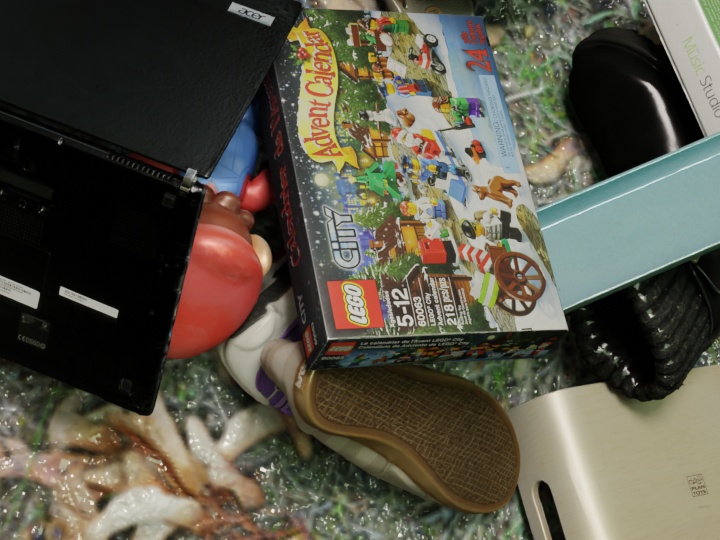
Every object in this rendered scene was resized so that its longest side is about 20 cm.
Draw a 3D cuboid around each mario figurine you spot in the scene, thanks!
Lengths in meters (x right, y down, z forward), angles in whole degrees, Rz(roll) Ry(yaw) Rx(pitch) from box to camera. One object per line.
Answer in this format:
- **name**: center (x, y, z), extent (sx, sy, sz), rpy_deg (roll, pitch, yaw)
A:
- **mario figurine**: center (-0.098, -0.043, 0.782), extent (0.121, 0.106, 0.203), rpy_deg (-2, 63, 13)

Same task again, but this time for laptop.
- **laptop**: center (-0.147, -0.061, 0.710), extent (0.175, 0.203, 0.103), rpy_deg (20, 23, 9)

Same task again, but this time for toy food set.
- **toy food set**: center (0.194, 0.142, 0.868), extent (0.197, 0.060, 0.145), rpy_deg (-6, 68, -26)

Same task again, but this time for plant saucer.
- **plant saucer**: center (0.141, -0.017, 0.790), extent (0.198, 0.019, 0.070), rpy_deg (-23, 55, -1)

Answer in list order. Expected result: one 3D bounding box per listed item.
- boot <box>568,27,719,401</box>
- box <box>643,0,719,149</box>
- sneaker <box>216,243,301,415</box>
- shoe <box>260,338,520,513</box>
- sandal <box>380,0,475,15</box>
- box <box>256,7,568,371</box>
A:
- **boot**: center (0.167, -0.041, 0.863), extent (0.157, 0.080, 0.212), rpy_deg (-32, 80, -31)
- **box**: center (0.256, -0.143, 0.913), extent (0.199, 0.036, 0.146), rpy_deg (0, 66, -53)
- **sneaker**: center (0.000, 0.000, 0.812), extent (0.200, 0.080, 0.084), rpy_deg (-47, 114, -16)
- **shoe**: center (0.022, 0.083, 0.783), extent (0.199, 0.053, 0.071), rpy_deg (34, 72, -41)
- **sandal**: center (0.033, -0.198, 0.873), extent (0.081, 0.054, 0.203), rpy_deg (-18, 85, -26)
- **box**: center (0.022, -0.048, 0.745), extent (0.135, 0.038, 0.203), rpy_deg (-1, 62, -22)
